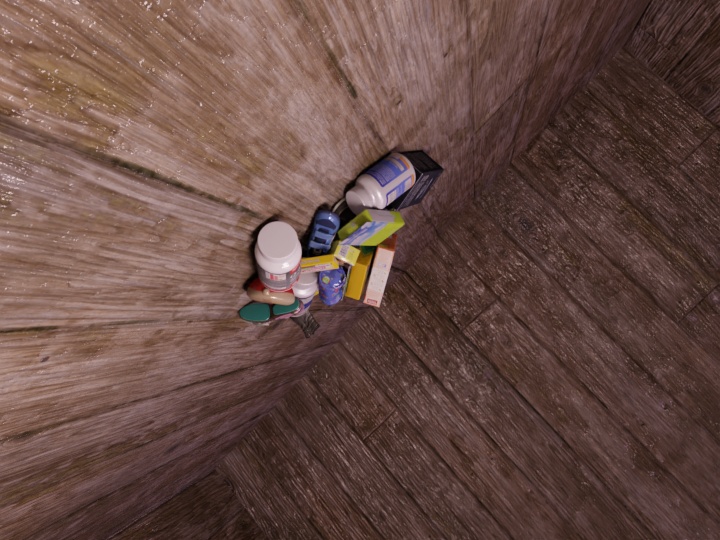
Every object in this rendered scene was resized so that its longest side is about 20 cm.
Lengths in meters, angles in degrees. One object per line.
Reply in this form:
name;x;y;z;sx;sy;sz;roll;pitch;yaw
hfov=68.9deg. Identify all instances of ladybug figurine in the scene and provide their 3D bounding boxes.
ladybug figurine;-0.247;0.054;1.462;0.200;0.133;0.073;141;-42;-83

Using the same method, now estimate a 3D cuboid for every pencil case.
pencil case;-0.088;0.042;1.597;0.087;0.078;0.200;-43;171;-16

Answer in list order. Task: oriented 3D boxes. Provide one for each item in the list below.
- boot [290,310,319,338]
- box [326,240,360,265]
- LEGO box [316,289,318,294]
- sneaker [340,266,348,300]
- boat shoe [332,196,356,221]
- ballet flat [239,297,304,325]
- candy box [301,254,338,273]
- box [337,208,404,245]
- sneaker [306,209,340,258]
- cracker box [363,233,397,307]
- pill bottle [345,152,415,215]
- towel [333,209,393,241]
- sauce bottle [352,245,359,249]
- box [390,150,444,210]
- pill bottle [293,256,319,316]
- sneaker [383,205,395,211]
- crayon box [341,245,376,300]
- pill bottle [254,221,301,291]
boot;-0.196;0.165;1.989;0.067;0.131;0.201;-35;165;-39
box;-0.074;-0.050;1.563;0.051;0.074;0.199;-66;-161;-7
LEGO box;-0.121;-0.001;1.797;0.149;0.077;0.199;-52;167;32
sneaker;-0.059;0.027;1.736;0.086;0.080;0.200;-48;177;-38
boat shoe;-0.018;-0.180;1.571;0.072;0.061;0.201;-49;168;26
ballet flat;-0.262;0.130;1.577;0.196;0.070;0.071;-12;149;4
candy box;-0.164;-0.011;1.468;0.196;0.027;0.102;-8;172;5
box;0.026;-0.119;1.480;0.121;0.048;0.199;-36;162;30
sneaker;-0.107;-0.092;1.468;0.201;0.073;0.083;115;-9;-56
cracker box;0.064;-0.006;1.665;0.134;0.057;0.203;-73;177;-64
pill bottle;0.054;-0.239;1.489;0.199;0.112;0.112;-38;168;-26
towel;-0.002;-0.127;1.649;0.198;0.049;0.171;-24;177;-24
sauce bottle;-0.004;-0.089;1.814;0.066;0.066;0.200;-45;-174;6
box;0.159;-0.291;1.680;0.149;0.104;0.199;-54;166;28
pill bottle;-0.193;0.051;1.629;0.115;0.116;0.201;-36;166;-33
sneaker;0.069;-0.185;1.787;0.204;0.076;0.146;-58;177;15
crayon box;0.000;0.000;1.630;0.201;0.051;0.127;-63;169;-58
pill bottle;-0.202;-0.033;1.296;0.115;0.116;0.201;-40;168;-19
